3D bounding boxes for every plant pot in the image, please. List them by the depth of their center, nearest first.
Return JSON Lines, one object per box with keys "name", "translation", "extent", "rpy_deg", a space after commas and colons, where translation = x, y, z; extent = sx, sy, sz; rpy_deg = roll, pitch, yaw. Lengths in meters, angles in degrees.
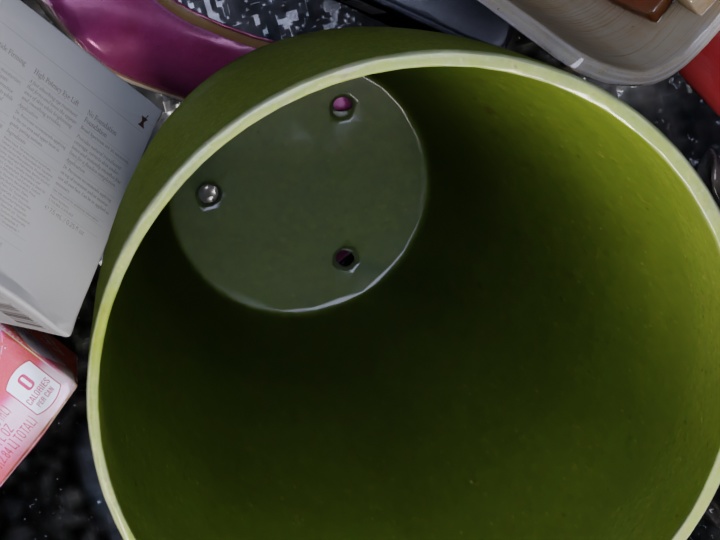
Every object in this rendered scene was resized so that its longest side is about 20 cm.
{"name": "plant pot", "translation": [0.000, 0.000, 0.854], "extent": [0.187, 0.200, 0.188], "rpy_deg": [-3, 109, -10]}

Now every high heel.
{"name": "high heel", "translation": [-0.044, -0.091, 0.954], "extent": [0.096, 0.067, 0.200], "rpy_deg": [-40, 102, 8]}

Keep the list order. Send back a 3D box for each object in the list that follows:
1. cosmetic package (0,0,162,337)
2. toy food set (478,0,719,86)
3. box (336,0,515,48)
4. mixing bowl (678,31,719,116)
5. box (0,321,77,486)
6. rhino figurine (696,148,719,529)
{"name": "cosmetic package", "translation": [-0.147, -0.059, 0.821], "extent": [0.200, 0.051, 0.083], "rpy_deg": [39, 69, -47]}
{"name": "toy food set", "translation": [0.087, -0.162, 0.820], "extent": [0.200, 0.143, 0.060], "rpy_deg": [-50, 139, 0]}
{"name": "box", "translation": [0.016, -0.190, 0.938], "extent": [0.148, 0.107, 0.200], "rpy_deg": [25, 92, -6]}
{"name": "mixing bowl", "translation": [0.151, -0.129, 0.921], "extent": [0.108, 0.200, 0.201], "rpy_deg": [25, 92, 31]}
{"name": "box", "translation": [-0.194, 0.081, 0.942], "extent": [0.103, 0.095, 0.200], "rpy_deg": [38, 89, -7]}
{"name": "rhino figurine", "translation": [0.131, 0.023, 0.938], "extent": [0.060, 0.200, 0.087], "rpy_deg": [36, 80, 32]}
